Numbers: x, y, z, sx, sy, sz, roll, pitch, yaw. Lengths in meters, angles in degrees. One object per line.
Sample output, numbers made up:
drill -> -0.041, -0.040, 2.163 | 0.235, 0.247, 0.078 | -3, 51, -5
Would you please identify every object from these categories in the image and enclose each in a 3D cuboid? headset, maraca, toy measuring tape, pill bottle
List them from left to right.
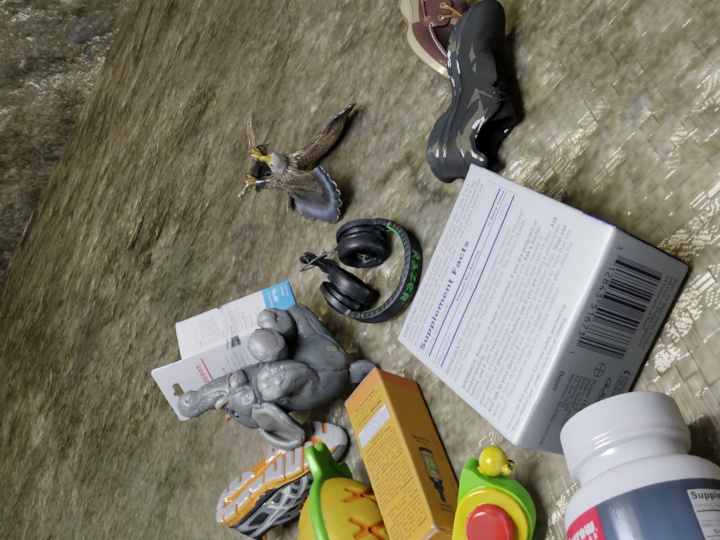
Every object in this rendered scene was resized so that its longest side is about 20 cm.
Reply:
maraca -> -0.013, 0.266, 0.843 | 0.106, 0.138, 0.202 | -31, 37, 9
headset -> 0.000, 0.000, 1.022 | 0.197, 0.093, 0.126 | 11, 80, 43
toy measuring tape -> 0.115, 0.253, 0.720 | 0.073, 0.072, 0.205 | 23, 111, 58
pill bottle -> 0.203, 0.192, 0.546 | 0.120, 0.118, 0.203 | -44, 41, 37

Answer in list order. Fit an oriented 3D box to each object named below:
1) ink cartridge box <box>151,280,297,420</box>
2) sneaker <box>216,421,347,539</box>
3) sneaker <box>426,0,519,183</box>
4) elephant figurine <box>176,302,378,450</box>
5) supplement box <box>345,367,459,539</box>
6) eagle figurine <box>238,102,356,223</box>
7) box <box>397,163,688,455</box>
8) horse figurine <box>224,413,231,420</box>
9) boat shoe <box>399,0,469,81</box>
ink cartridge box -> -0.164, 0.106, 1.065 | 0.196, 0.117, 0.068 | -21, 44, -4
sneaker -> -0.088, 0.262, 1.015 | 0.199, 0.077, 0.079 | -38, 24, 17
sneaker -> 0.137, -0.193, 0.891 | 0.090, 0.075, 0.205 | 10, 91, 48
elephant figurine -> -0.107, 0.144, 1.000 | 0.156, 0.140, 0.201 | 49, 130, 18
supplement box -> 0.047, 0.198, 0.832 | 0.069, 0.066, 0.202 | -51, 37, 23
eagle figurine -> -0.086, -0.150, 1.184 | 0.196, 0.151, 0.155 | -2, 115, 27
box -> 0.149, 0.031, 0.720 | 0.200, 0.103, 0.187 | 38, 108, 56
horse figurine -> -0.155, 0.127, 1.195 | 0.133, 0.050, 0.201 | -47, 32, 16
boat shoe -> 0.100, -0.301, 0.991 | 0.072, 0.071, 0.202 | -51, 32, 32
